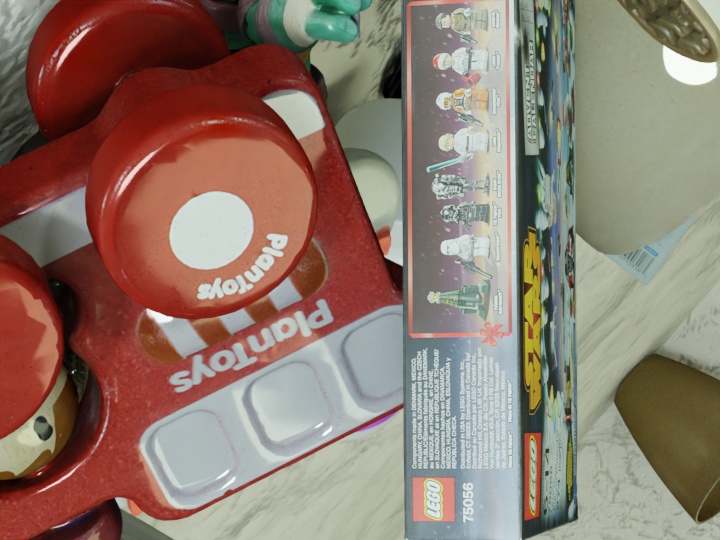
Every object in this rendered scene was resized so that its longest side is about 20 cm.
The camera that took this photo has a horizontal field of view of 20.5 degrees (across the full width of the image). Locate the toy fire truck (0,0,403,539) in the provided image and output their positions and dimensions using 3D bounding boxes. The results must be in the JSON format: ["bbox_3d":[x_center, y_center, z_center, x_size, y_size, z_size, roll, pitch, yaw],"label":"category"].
[{"bbox_3d":[-0.081,0.019,0.626,0.199,0.112,0.169,-28,126,-6],"label":"toy fire truck"}]

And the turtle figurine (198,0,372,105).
[{"bbox_3d":[-0.017,-0.099,0.712,0.150,0.100,0.201,-46,152,-52],"label":"turtle figurine"}]

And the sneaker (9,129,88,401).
[{"bbox_3d":[-0.110,0.002,0.778,0.076,0.070,0.200,-56,179,-33],"label":"sneaker"}]

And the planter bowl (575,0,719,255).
[{"bbox_3d":[0.105,-0.127,0.813,0.201,0.134,0.200,-52,-168,16],"label":"planter bowl"}]

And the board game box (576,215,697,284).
[{"bbox_3d":[0.152,-0.115,1.067,0.064,0.147,0.201,-45,169,-49],"label":"board game box"}]

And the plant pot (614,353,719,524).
[{"bbox_3d":[0.452,0.215,2.743,0.186,0.200,0.187,-39,154,-22],"label":"plant pot"}]

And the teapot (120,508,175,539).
[{"bbox_3d":[-0.140,0.198,0.958,0.147,0.196,0.200,-59,166,1],"label":"teapot"}]

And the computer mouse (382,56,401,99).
[{"bbox_3d":[0.046,-0.132,0.952,0.059,0.034,0.200,-42,166,-25],"label":"computer mouse"}]

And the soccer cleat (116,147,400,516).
[{"bbox_3d":[-0.066,0.016,0.849,0.200,0.078,0.069,-47,127,8],"label":"soccer cleat"}]

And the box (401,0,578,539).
[{"bbox_3d":[0.045,-0.015,0.655,0.137,0.039,0.202,14,75,-75],"label":"box"}]

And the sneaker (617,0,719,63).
[{"bbox_3d":[0.076,-0.168,0.612,0.090,0.201,0.067,-40,-173,-7],"label":"sneaker"}]

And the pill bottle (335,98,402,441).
[{"bbox_3d":[0.000,0.000,1.025,0.104,0.104,0.201,-39,164,-31],"label":"pill bottle"}]
